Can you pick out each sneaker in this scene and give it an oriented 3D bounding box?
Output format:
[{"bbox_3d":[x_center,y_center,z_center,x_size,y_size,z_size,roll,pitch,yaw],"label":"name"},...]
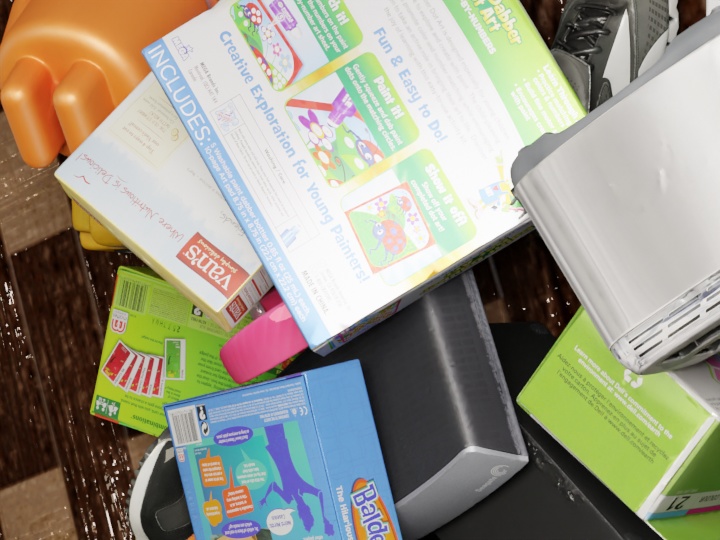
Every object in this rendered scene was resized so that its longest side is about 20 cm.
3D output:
[{"bbox_3d":[-0.097,0.180,1.515,0.090,0.070,0.201,23,128,18],"label":"sneaker"},{"bbox_3d":[0.128,-0.108,1.377,0.066,0.090,0.201,21,100,32],"label":"sneaker"}]

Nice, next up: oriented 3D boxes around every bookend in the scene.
[{"bbox_3d":[0.091,0.170,1.395,0.199,0.092,0.201,47,125,38],"label":"bookend"}]

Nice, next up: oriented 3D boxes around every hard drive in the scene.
[{"bbox_3d":[0.010,0.090,1.386,0.200,0.042,0.136,-36,64,47],"label":"hard drive"}]

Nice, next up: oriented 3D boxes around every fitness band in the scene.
[{"bbox_3d":[0.000,0.000,1.413,0.038,0.200,0.144,56,162,-3],"label":"fitness band"}]

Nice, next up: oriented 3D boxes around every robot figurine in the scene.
[{"bbox_3d":[-0.160,-0.150,1.528,0.117,0.200,0.144,41,137,-14],"label":"robot figurine"}]

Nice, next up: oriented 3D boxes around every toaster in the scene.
[{"bbox_3d":[0.168,-0.035,1.194,0.200,0.113,0.130,-35,73,30],"label":"toaster"}]

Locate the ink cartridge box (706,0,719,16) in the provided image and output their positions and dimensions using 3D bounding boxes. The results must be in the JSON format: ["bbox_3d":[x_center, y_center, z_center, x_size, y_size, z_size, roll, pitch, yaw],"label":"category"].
[{"bbox_3d":[0.266,-0.065,1.286,0.144,0.084,0.201,-2,87,34],"label":"ink cartridge box"}]

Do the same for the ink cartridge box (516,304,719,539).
[{"bbox_3d":[0.204,0.105,1.287,0.200,0.148,0.076,42,110,26],"label":"ink cartridge box"}]

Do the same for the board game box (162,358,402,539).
[{"bbox_3d":[-0.036,0.162,1.377,0.152,0.045,0.201,-14,88,52],"label":"board game box"}]

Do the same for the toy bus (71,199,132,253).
[{"bbox_3d":[-0.106,-0.046,1.539,0.199,0.078,0.066,-1,88,31],"label":"toy bus"}]

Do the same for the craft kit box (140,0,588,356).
[{"bbox_3d":[0.011,-0.088,1.320,0.197,0.049,0.201,-31,79,6],"label":"craft kit box"}]

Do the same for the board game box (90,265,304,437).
[{"bbox_3d":[-0.078,0.070,1.538,0.199,0.048,0.102,16,99,34],"label":"board game box"}]

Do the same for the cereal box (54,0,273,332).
[{"bbox_3d":[-0.065,-0.081,1.424,0.144,0.040,0.200,39,80,22],"label":"cereal box"}]
